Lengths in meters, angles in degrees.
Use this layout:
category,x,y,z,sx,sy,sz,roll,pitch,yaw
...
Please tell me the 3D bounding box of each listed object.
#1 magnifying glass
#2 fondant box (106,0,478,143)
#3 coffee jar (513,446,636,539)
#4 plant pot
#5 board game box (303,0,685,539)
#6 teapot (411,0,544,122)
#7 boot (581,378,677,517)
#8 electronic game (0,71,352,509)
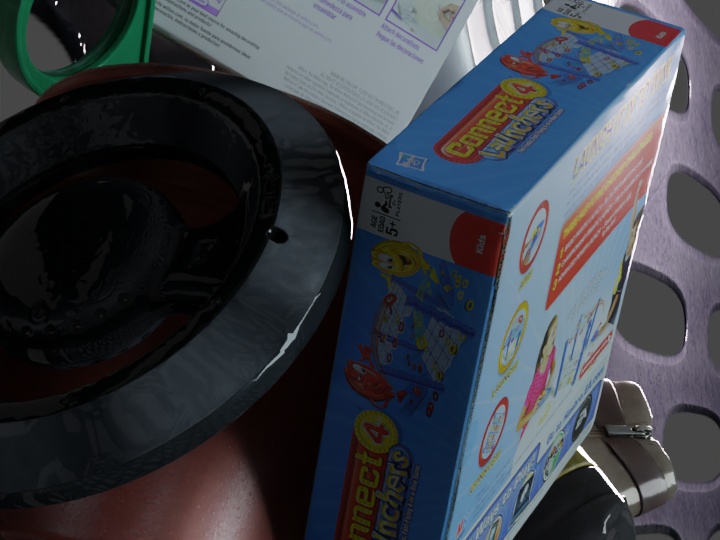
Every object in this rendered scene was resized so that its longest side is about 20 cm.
category,x,y,z,sx,sy,sz,roll,pitch,yaw
magnifying glass,-0.113,-0.078,1.049,0.080,0.022,0.200,-44,145,-23
fondant box,-0.005,-0.173,1.100,0.200,0.144,0.058,-60,-157,2
coffee jar,0.055,0.089,1.207,0.200,0.085,0.104,50,-6,27
plant pot,-0.076,0.054,0.958,0.201,0.200,0.196,63,41,-54
board game box,0.052,0.017,0.918,0.200,0.056,0.196,-44,148,-56
teapot,0.009,-0.126,1.254,0.197,0.146,0.201,-32,114,-69
boot,0.093,0.085,1.395,0.070,0.146,0.200,97,-21,-43
electronic game,-0.098,0.002,0.846,0.042,0.199,0.200,63,32,-43
